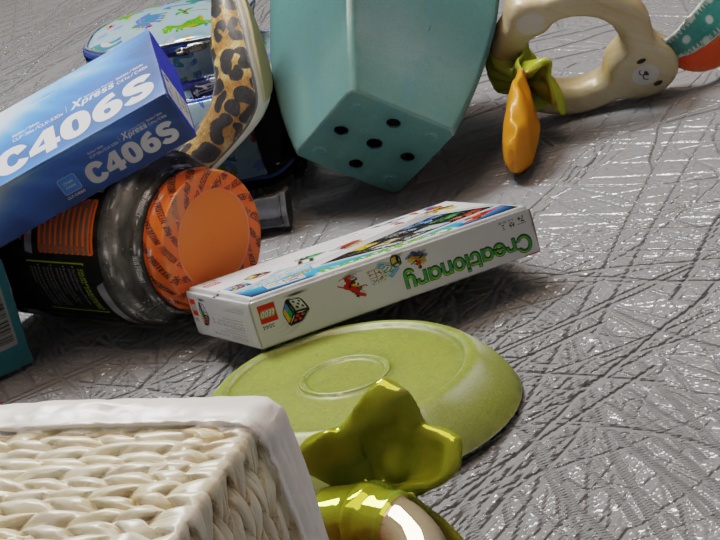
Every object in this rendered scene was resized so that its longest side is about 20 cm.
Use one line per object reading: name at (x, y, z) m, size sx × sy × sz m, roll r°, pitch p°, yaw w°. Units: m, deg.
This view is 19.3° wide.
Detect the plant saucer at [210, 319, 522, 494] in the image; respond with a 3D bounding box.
plant saucer at (-0.007, 0.073, 1.235) m, size 0.200 × 0.031 × 0.200 m, roll -12°, pitch 20°, yaw 4°

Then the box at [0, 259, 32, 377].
box at (-0.309, 0.020, 1.511) m, size 0.049 × 0.082 × 0.200 m, roll -26°, pitch 24°, yaw -29°

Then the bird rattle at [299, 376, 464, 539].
bird rattle at (-0.032, 0.144, 0.993) m, size 0.200 × 0.113 × 0.163 m, roll -22°, pitch 28°, yaw -12°

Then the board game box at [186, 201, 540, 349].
board game box at (0.000, 0.000, 1.372) m, size 0.200 × 0.035 × 0.126 m, roll -19°, pitch 10°, yaw -20°

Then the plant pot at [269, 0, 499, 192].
plant pot at (0.015, -0.171, 1.602) m, size 0.141 × 0.141 × 0.200 m, roll -45°, pitch 32°, yaw 47°

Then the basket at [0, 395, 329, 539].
basket at (-0.116, 0.173, 0.855) m, size 0.200 × 0.198 × 0.161 m, roll -5°, pitch 28°, yaw 23°

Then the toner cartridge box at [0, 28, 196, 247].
toner cartridge box at (-0.212, -0.079, 1.426) m, size 0.200 × 0.043 × 0.095 m, roll -29°, pitch 34°, yaw 5°

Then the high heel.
high heel at (-0.135, -0.116, 1.580) m, size 0.142 × 0.200 × 0.071 m, roll -9°, pitch 2°, yaw 8°

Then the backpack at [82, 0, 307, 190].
backpack at (-0.153, -0.136, 1.705) m, size 0.200 × 0.147 × 0.183 m, roll -15°, pitch 19°, yaw 8°

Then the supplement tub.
supplement tub at (-0.174, -0.025, 1.476) m, size 0.200 × 0.123 × 0.122 m, roll 5°, pitch 29°, yaw 40°

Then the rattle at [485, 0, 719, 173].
rattle at (0.201, -0.141, 1.593) m, size 0.200 × 0.130 × 0.143 m, roll 8°, pitch 29°, yaw -14°
